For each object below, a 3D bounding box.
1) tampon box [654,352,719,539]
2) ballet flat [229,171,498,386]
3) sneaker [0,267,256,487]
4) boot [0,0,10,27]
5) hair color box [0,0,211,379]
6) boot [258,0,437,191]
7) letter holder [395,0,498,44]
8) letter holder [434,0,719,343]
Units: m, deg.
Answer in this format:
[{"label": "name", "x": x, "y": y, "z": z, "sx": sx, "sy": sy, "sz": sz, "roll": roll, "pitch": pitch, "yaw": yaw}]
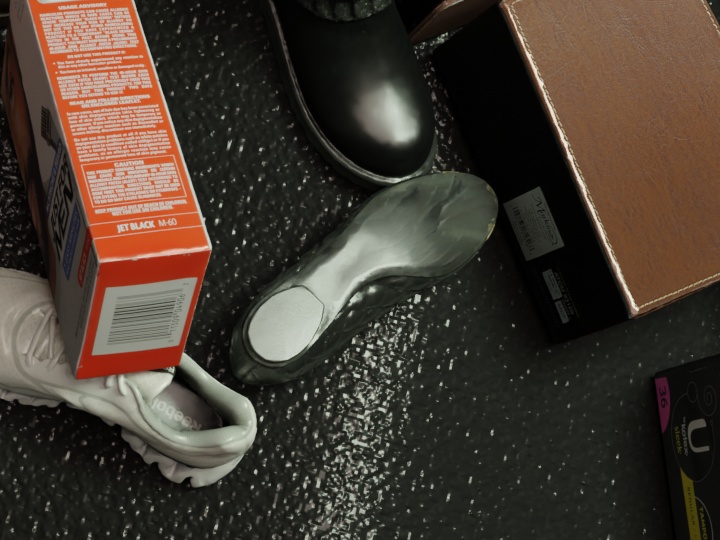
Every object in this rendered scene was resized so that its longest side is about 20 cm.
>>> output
[{"label": "tampon box", "x": 0.304, "y": 0.122, "z": 1.161, "sx": 0.199, "sy": 0.126, "sz": 0.150, "roll": -2, "pitch": 80, "yaw": -19}, {"label": "ballet flat", "x": 0.000, "y": 0.000, "z": 1.117, "sx": 0.200, "sy": 0.057, "sz": 0.067, "roll": -33, "pitch": 88, "yaw": -24}, {"label": "sneaker", "x": -0.145, "y": 0.051, "z": 1.040, "sx": 0.200, "sy": 0.081, "sz": 0.075, "roll": 26, "pitch": 74, "yaw": -12}, {"label": "boot", "x": -0.152, "y": -0.222, "z": 1.082, "sx": 0.075, "sy": 0.097, "sz": 0.200, "roll": 43, "pitch": 69, "yaw": -7}, {"label": "hair color box", "x": -0.141, "y": -0.056, "z": 1.008, "sx": 0.064, "sy": 0.111, "sz": 0.200, "roll": -6, "pitch": 56, "yaw": -20}, {"label": "boot", "x": 0.000, "y": -0.155, "z": 1.090, "sx": 0.079, "sy": 0.158, "sz": 0.211, "roll": -27, "pitch": 90, "yaw": -22}, {"label": "letter holder", "x": 0.111, "y": -0.232, "z": 1.154, "sx": 0.200, "sy": 0.142, "sz": 0.101, "roll": -23, "pitch": 87, "yaw": -22}, {"label": "letter holder", "x": 0.160, "y": -0.078, "z": 1.157, "sx": 0.142, "sy": 0.101, "sz": 0.200, "roll": -22, "pitch": 87, "yaw": -24}]
